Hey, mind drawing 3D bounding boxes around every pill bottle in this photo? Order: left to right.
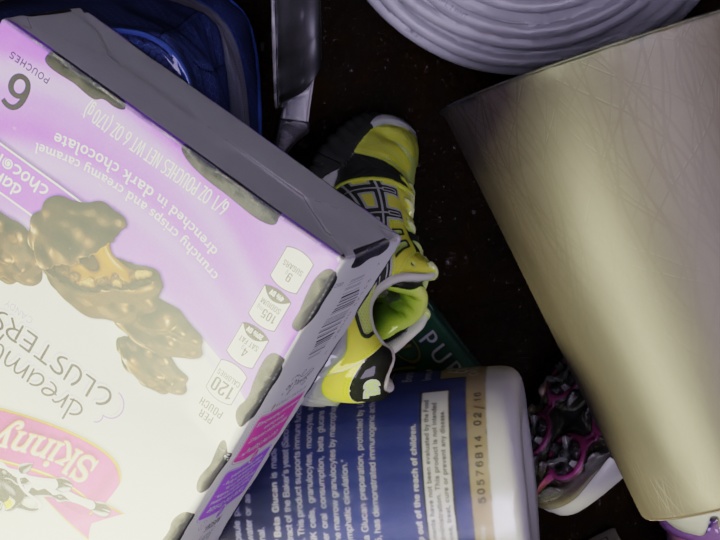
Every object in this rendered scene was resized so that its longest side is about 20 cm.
[{"bbox_3d":[-0.023,0.105,0.945,0.199,0.111,0.112,-5,107,7],"label":"pill bottle"}]

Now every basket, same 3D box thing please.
[{"bbox_3d":[0.150,-0.003,0.934,0.179,0.136,0.201,-18,89,10],"label":"basket"}]

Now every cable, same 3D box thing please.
[{"bbox_3d":[0.081,-0.185,0.957,0.199,0.069,0.201,9,119,-9],"label":"cable"}]

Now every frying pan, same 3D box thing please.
[{"bbox_3d":[-0.032,-0.093,0.947,0.031,0.115,0.191,-1,80,-1],"label":"frying pan"}]

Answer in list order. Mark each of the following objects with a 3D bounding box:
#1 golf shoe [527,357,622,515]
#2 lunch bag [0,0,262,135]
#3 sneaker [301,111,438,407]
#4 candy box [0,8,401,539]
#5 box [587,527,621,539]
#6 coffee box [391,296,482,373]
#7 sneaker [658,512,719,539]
[{"bbox_3d":[0.161,0.050,1.042,0.200,0.073,0.092,-47,122,-4],"label":"golf shoe"},{"bbox_3d":[-0.118,-0.043,0.962,0.135,0.132,0.201,4,105,11],"label":"lunch bag"},{"bbox_3d":[0.000,0.000,0.961,0.076,0.200,0.076,14,130,9],"label":"sneaker"},{"bbox_3d":[-0.108,0.025,0.858,0.167,0.072,0.201,35,109,12],"label":"candy box"},{"bbox_3d":[0.065,0.222,1.081,0.199,0.095,0.078,-26,111,2],"label":"box"},{"bbox_3d":[-0.029,0.092,1.056,0.200,0.044,0.123,-38,109,5],"label":"coffee box"},{"bbox_3d":[0.245,0.131,1.091,0.199,0.081,0.089,-5,113,-1],"label":"sneaker"}]
